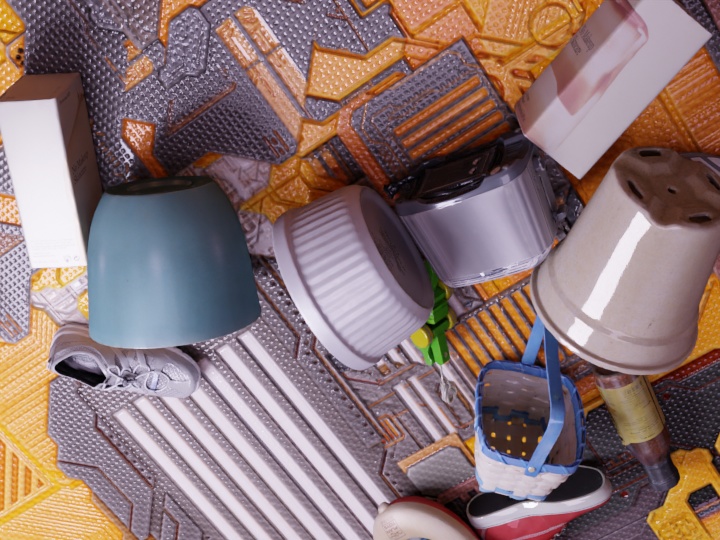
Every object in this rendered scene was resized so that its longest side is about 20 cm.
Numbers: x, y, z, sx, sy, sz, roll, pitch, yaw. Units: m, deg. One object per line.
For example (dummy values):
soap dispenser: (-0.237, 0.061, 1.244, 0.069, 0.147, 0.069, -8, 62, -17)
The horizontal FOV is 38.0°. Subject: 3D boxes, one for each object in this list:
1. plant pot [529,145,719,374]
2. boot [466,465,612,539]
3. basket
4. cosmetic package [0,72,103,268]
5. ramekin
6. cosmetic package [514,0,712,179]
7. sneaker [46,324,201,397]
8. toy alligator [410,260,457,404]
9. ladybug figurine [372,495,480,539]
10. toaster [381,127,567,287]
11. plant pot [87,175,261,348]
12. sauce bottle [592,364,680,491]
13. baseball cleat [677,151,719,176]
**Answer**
plant pot: (0.306, -0.023, 1.130, 0.198, 0.202, 0.184, 13, 133, -3)
boot: (0.261, 0.348, 1.415, 0.198, 0.073, 0.145, -21, 114, 22)
basket: (0.208, 0.169, 1.275, 0.138, 0.177, 0.201, 7, 135, 0)
cosmetic package: (-0.350, -0.114, 1.200, 0.072, 0.104, 0.202, -2, 118, 3)
ramekin: (0.000, 0.000, 1.181, 0.104, 0.201, 0.201, -29, 112, 17)
cosmetic package: (0.264, -0.212, 1.119, 0.087, 0.104, 0.200, 35, 112, -15)
sneaker: (-0.303, 0.133, 1.330, 0.198, 0.082, 0.075, 11, 117, -3)
toy alligator: (0.082, 0.073, 1.299, 0.054, 0.059, 0.202, 15, 125, 41)
ladybug figurine: (0.101, 0.375, 1.426, 0.135, 0.072, 0.200, -36, 106, 33)
toaster: (0.131, -0.064, 1.185, 0.198, 0.114, 0.130, -17, 118, 29)
plant pot: (-0.219, -0.020, 1.195, 0.198, 0.201, 0.163, -3, 103, 5)
sauce bottle: (0.357, 0.196, 1.335, 0.065, 0.066, 0.201, -21, 112, 13)
baseball cleat: (0.403, -0.090, 1.169, 0.198, 0.107, 0.070, -7, 121, 9)
